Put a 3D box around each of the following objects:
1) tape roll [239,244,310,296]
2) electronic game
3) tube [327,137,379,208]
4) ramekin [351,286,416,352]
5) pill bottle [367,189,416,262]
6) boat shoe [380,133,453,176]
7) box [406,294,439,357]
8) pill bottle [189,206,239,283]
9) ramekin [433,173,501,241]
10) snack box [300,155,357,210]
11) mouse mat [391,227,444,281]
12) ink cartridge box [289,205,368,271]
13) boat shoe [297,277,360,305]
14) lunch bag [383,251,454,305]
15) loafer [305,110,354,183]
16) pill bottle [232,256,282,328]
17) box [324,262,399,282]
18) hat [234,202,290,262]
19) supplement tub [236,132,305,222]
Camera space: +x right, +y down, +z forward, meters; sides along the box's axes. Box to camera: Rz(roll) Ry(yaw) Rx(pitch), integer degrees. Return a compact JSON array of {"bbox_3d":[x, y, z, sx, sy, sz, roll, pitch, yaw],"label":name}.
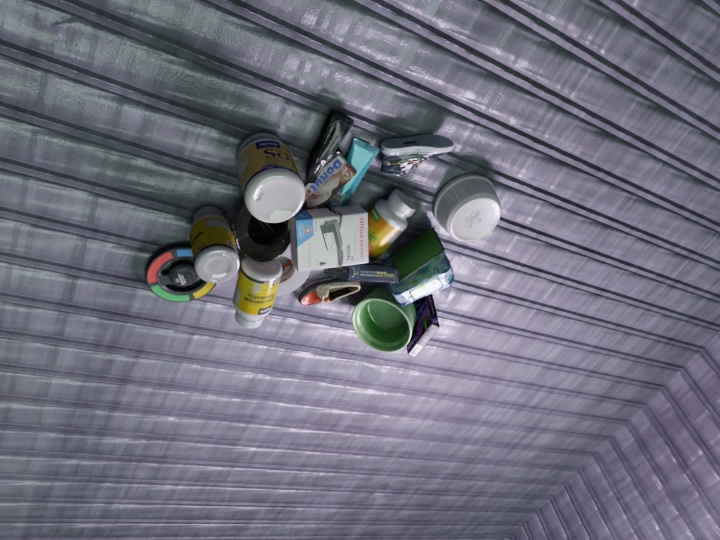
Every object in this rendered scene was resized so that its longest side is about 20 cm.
[{"bbox_3d":[-0.243,-0.021,1.809,0.199,0.066,0.201,-12,134,-12],"label":"tape roll"},{"bbox_3d":[-0.489,0.011,1.758,0.198,0.042,0.201,-11,134,-12],"label":"electronic game"},{"bbox_3d":[-0.027,-0.252,1.700,0.077,0.051,0.201,16,119,-26],"label":"tube"},{"bbox_3d":[0.080,0.149,2.010,0.199,0.098,0.201,12,123,18],"label":"ramekin"},{"bbox_3d":[0.062,-0.129,1.799,0.111,0.111,0.200,26,117,-37],"label":"pill bottle"},{"bbox_3d":[0.148,-0.307,1.706,0.199,0.071,0.091,-5,134,-8],"label":"boat shoe"},{"bbox_3d":[0.190,0.162,2.053,0.036,0.201,0.143,24,119,-17],"label":"box"},{"bbox_3d":[-0.374,-0.072,1.615,0.110,0.201,0.112,-11,133,-12],"label":"pill bottle"},{"bbox_3d":[0.321,-0.175,1.871,0.201,0.095,0.203,-11,134,-12],"label":"ramekin"},{"bbox_3d":[-0.102,-0.217,1.689,0.072,0.024,0.200,44,111,-10],"label":"snack box"},{"bbox_3d":[0.163,-0.050,1.858,0.160,0.200,0.008,-35,112,11],"label":"mouse mat"},{"bbox_3d":[-0.083,-0.087,1.692,0.198,0.084,0.146,-8,112,-17],"label":"ink cartridge box"},{"bbox_3d":[-0.096,0.066,1.948,0.199,0.063,0.071,-21,137,-1],"label":"boat shoe"},{"bbox_3d":[0.175,0.001,1.929,0.199,0.161,0.083,-26,140,6],"label":"lunch bag"},{"bbox_3d":[-0.081,-0.304,1.612,0.070,0.068,0.201,18,119,-21],"label":"loafer"},{"bbox_3d":[-0.287,0.059,1.739,0.111,0.112,0.201,2,129,-23],"label":"pill bottle"},{"bbox_3d":[0.000,0.000,1.838,0.157,0.200,0.051,3,93,-23],"label":"box"},{"bbox_3d":[-0.259,-0.130,1.685,0.200,0.081,0.202,-15,118,-31],"label":"hat"},{"bbox_3d":[-0.220,-0.227,1.535,0.144,0.201,0.146,-11,134,-12],"label":"supplement tub"}]
